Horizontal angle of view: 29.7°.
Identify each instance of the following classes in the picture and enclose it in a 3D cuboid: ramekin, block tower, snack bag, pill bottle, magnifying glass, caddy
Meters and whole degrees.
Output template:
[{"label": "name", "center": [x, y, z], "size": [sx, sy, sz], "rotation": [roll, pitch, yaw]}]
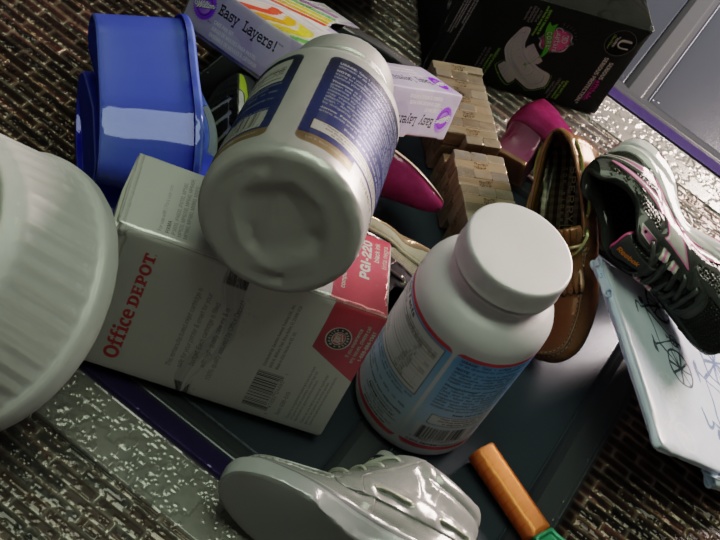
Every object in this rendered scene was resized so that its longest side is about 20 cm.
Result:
[{"label": "ramekin", "center": [-0.262, -0.001, 0.878], "size": [0.094, 0.201, 0.204], "rotation": [41, 26, -54]}, {"label": "block tower", "center": [0.095, -0.098, 1.239], "size": [0.053, 0.058, 0.202], "rotation": [7, 53, -21]}, {"label": "snack bag", "center": [0.272, 0.097, 1.142], "size": [0.199, 0.021, 0.190], "rotation": [24, 43, -42]}, {"label": "pill bottle", "center": [0.077, 0.044, 1.014], "size": [0.108, 0.201, 0.110], "rotation": [14, 49, -16]}, {"label": "magnifying glass", "center": [0.148, 0.218, 1.031], "size": [0.079, 0.022, 0.201], "rotation": [-19, 63, -36]}, {"label": "pill bottle", "center": [-0.033, -0.083, 0.930], "size": [0.110, 0.111, 0.201], "rotation": [26, 35, -5]}, {"label": "caddy", "center": [-0.163, -0.110, 1.062], "size": [0.104, 0.142, 0.201], "rotation": [4, 53, -19]}]

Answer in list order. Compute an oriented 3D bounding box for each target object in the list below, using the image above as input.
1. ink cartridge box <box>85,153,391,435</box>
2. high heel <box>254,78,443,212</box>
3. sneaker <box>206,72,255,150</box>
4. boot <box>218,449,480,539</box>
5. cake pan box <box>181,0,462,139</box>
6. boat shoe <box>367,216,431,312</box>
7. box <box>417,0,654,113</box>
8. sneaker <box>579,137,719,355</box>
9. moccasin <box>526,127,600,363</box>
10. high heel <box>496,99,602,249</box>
[{"label": "ink cartridge box", "center": [-0.095, 0.021, 0.984], "size": [0.198, 0.146, 0.085], "rotation": [18, 42, -13]}, {"label": "high heel", "center": [-0.030, -0.080, 1.160], "size": [0.199, 0.067, 0.097], "rotation": [31, 83, 6]}, {"label": "sneaker", "center": [-0.081, -0.063, 1.103], "size": [0.080, 0.074, 0.202], "rotation": [0, 75, -42]}, {"label": "boot", "center": [-0.004, 0.167, 0.974], "size": [0.199, 0.074, 0.096], "rotation": [31, 40, -11]}, {"label": "cake pan box", "center": [-0.029, -0.181, 1.177], "size": [0.184, 0.053, 0.199], "rotation": [40, 22, 26]}, {"label": "boat shoe", "center": [0.000, 0.000, 1.066], "size": [0.199, 0.071, 0.066], "rotation": [23, 65, -48]}, {"label": "box", "center": [0.171, -0.272, 1.368], "size": [0.198, 0.125, 0.150], "rotation": [13, 50, -18]}, {"label": "sneaker", "center": [0.243, -0.012, 1.132], "size": [0.086, 0.080, 0.201], "rotation": [-17, 67, -45]}, {"label": "moccasin", "center": [0.170, -0.022, 1.163], "size": [0.078, 0.073, 0.203], "rotation": [29, 70, -54]}, {"label": "high heel", "center": [0.222, -0.089, 1.269], "size": [0.199, 0.068, 0.096], "rotation": [36, 58, 10]}]
